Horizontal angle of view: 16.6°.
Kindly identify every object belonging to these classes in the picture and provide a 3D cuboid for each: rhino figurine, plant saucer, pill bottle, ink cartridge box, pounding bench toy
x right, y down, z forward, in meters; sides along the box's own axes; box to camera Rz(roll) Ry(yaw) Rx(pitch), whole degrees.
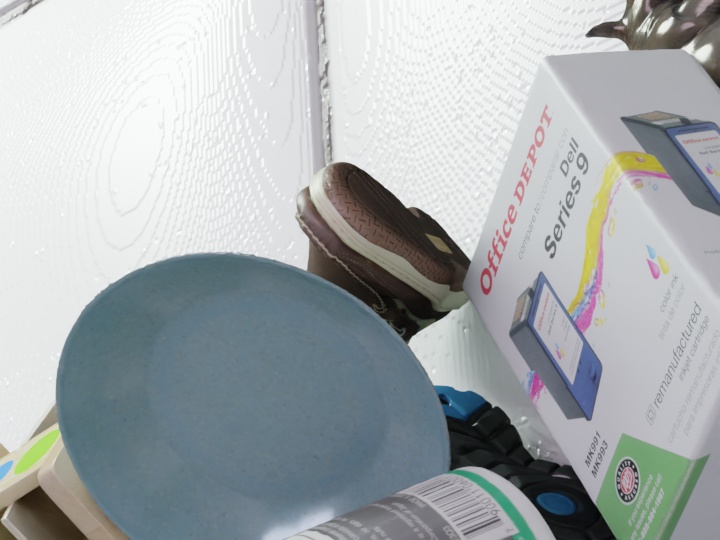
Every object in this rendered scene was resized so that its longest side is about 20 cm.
[{"bbox_3d":[0.173,-0.114,1.200,0.200,0.060,0.088,39,119,48],"label":"rhino figurine"},{"bbox_3d":[-0.050,0.070,1.213,0.201,0.201,0.039,-34,16,31],"label":"plant saucer"},{"bbox_3d":[-0.011,0.171,1.099,0.113,0.200,0.113,41,142,44],"label":"pill bottle"},{"bbox_3d":[0.138,0.015,1.119,0.200,0.087,0.145,-118,35,-42],"label":"ink cartridge box"},{"bbox_3d":[-0.153,0.158,1.304,0.156,0.124,0.200,-32,17,33],"label":"pounding bench toy"}]

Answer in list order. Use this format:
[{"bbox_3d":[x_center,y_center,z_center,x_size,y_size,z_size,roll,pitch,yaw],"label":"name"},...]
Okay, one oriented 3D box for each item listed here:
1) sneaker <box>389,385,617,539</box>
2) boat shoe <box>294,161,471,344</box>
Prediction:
[{"bbox_3d":[0.078,0.131,1.204,0.200,0.073,0.082,39,122,49],"label":"sneaker"},{"bbox_3d":[0.004,0.005,1.224,0.075,0.202,0.075,-41,69,7],"label":"boat shoe"}]
